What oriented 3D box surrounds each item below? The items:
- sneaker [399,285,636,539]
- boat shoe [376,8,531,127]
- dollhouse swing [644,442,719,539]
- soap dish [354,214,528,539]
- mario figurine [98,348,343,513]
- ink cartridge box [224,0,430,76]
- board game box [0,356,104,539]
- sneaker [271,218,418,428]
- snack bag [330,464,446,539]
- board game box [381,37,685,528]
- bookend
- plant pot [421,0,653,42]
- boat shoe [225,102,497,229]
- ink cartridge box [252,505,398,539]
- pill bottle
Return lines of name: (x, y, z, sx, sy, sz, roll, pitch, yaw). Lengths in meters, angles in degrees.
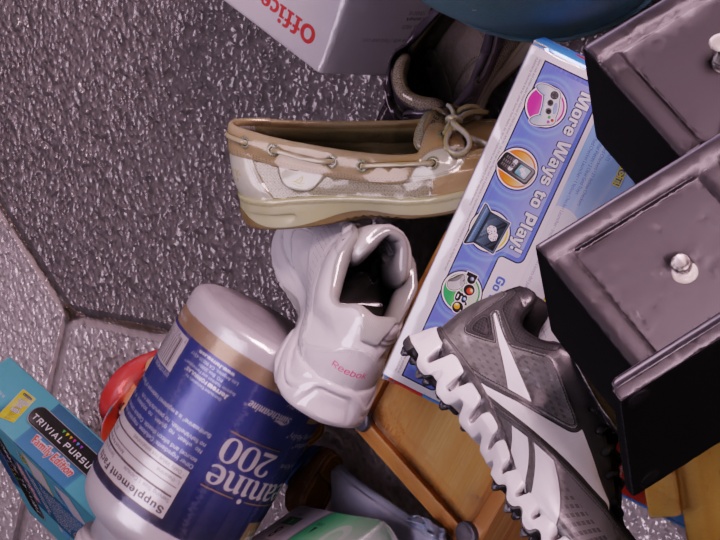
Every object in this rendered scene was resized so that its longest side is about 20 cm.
sneaker: (0.104, 0.084, 1.073, 0.090, 0.066, 0.200, -38, 59, 5)
boat shoe: (0.045, -0.113, 1.312, 0.072, 0.065, 0.200, 57, 131, 23)
dollhouse swing: (0.244, 0.067, 1.084, 0.198, 0.176, 0.183, -7, 57, 12)
soap dish: (0.085, 0.064, 1.278, 0.157, 0.081, 0.201, 47, 124, 32)
mario figurine: (-0.113, 0.122, 1.472, 0.199, 0.106, 0.124, 13, 103, 42)
ink cartridge box: (-0.010, -0.240, 1.340, 0.146, 0.084, 0.201, 39, 120, 36)
board game box: (-0.191, 0.170, 1.542, 0.200, 0.047, 0.151, 36, 156, 38)
sneaker: (0.000, 0.000, 1.291, 0.100, 0.078, 0.201, -54, 25, 31)
snack bag: (0.017, 0.234, 1.358, 0.188, 0.021, 0.202, -159, 67, -68)
board game box: (0.141, 0.007, 1.143, 0.195, 0.056, 0.201, 26, 103, 7)
bookend: (0.152, -0.037, 1.008, 0.200, 0.198, 0.092, 54, 170, 33)
plant pot: (0.076, -0.221, 1.130, 0.198, 0.188, 0.202, 2, 97, 18)
boat shoe: (0.019, -0.071, 1.263, 0.199, 0.073, 0.064, -6, 112, 18)
ink cartridge box: (-0.080, 0.219, 1.313, 0.050, 0.199, 0.161, 62, 161, -8)
pill bottle: (-0.103, 0.119, 1.341, 0.111, 0.111, 0.201, 37, 101, 37)
